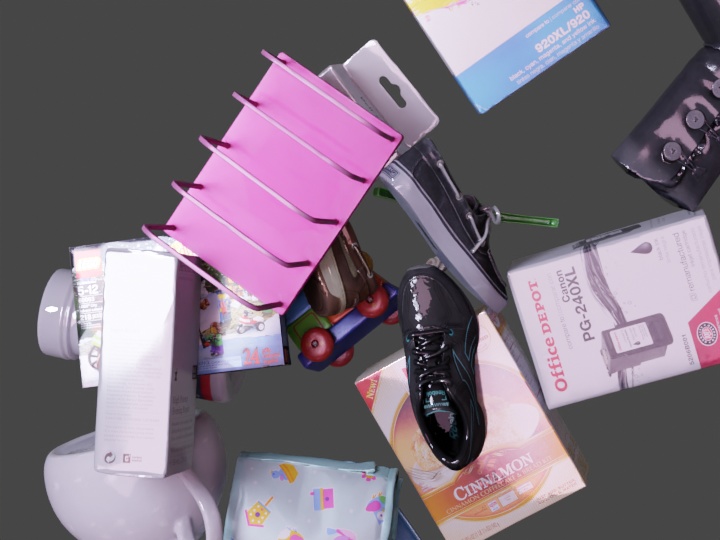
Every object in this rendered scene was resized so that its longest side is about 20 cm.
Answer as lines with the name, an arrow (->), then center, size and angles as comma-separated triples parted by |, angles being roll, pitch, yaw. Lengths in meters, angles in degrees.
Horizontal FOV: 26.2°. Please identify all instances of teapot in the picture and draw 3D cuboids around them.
teapot -> -0.214, 0.231, 1.551 | 0.196, 0.200, 0.147 | -14, 93, 11

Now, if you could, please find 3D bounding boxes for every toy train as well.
toy train -> 0.000, 0.000, 1.545 | 0.200, 0.085, 0.116 | -39, 74, 8

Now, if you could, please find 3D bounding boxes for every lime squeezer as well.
lime squeezer -> 0.094, -0.064, 1.521 | 0.199, 0.071, 0.038 | 10, 69, -22

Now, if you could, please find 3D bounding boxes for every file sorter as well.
file sorter -> -0.080, -0.078, 1.374 | 0.139, 0.125, 0.200 | 35, 96, 6

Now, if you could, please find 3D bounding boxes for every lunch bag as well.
lunch bag -> -0.050, 0.281, 1.526 | 0.169, 0.122, 0.201 | 7, 92, 8

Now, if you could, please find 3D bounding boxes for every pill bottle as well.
pill bottle -> -0.216, 0.059, 1.562 | 0.199, 0.120, 0.120 | 10, 100, 9

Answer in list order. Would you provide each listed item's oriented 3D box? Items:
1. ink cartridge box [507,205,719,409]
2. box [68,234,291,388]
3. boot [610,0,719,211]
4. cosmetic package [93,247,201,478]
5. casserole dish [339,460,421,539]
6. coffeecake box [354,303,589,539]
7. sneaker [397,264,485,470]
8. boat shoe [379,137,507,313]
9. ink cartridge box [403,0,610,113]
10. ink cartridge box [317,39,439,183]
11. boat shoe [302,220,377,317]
ink cartridge box -> 0.254, 0.037, 1.496 | 0.199, 0.083, 0.146 | -17, 96, 11
box -> -0.173, 0.034, 1.478 | 0.199, 0.038, 0.137 | -7, 86, 7
boot -> 0.302, -0.179, 1.459 | 0.165, 0.066, 0.200 | 36, 101, 2
cosmetic package -> -0.191, 0.082, 1.409 | 0.074, 0.102, 0.201 | 4, 90, 7
casserole dish -> 0.002, 0.284, 1.602 | 0.121, 0.039, 0.200 | -35, 91, 13
coffeecake box -> 0.113, 0.155, 1.545 | 0.153, 0.073, 0.201 | -30, 92, 14
sneaker -> 0.079, 0.093, 1.464 | 0.075, 0.079, 0.201 | -13, 94, 12
boat shoe -> 0.095, -0.042, 1.451 | 0.068, 0.074, 0.200 | -41, 118, -3
ink cartridge box -> 0.119, -0.270, 1.438 | 0.144, 0.147, 0.200 | -34, 93, 13
ink cartridge box -> -0.032, -0.124, 1.528 | 0.200, 0.067, 0.117 | -40, 90, 13
boat shoe -> -0.040, -0.060, 1.480 | 0.075, 0.075, 0.203 | -18, 90, -23
